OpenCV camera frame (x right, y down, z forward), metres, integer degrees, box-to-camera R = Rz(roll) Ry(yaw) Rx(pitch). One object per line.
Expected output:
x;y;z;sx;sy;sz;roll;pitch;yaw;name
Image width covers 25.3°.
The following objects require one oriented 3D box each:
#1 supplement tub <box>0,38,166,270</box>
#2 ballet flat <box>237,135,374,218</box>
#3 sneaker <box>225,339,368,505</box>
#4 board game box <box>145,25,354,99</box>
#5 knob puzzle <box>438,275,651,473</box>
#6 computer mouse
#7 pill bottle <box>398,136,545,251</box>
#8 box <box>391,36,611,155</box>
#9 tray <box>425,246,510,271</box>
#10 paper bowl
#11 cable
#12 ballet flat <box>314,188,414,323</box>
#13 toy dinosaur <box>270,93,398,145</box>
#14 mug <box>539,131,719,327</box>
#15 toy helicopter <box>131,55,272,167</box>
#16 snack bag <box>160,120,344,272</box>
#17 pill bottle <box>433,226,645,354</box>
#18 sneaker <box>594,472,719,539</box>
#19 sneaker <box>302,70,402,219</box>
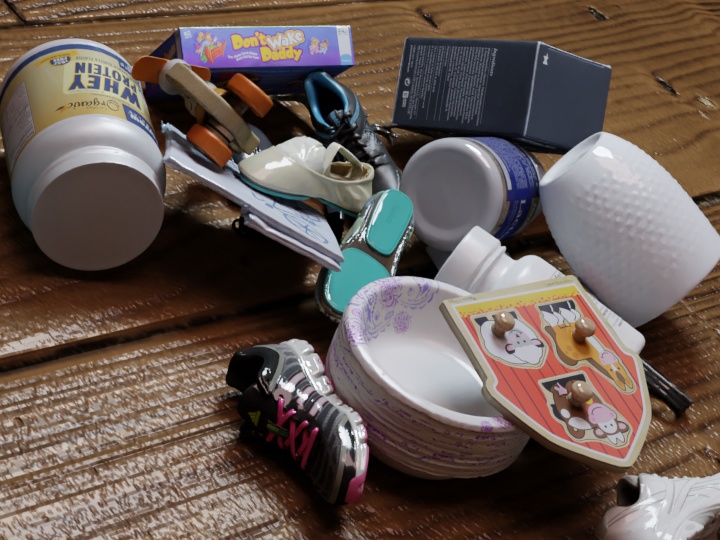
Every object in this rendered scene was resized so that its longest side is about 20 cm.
-0.261;-0.109;1.510;0.143;0.145;0.201;6;36;-25;supplement tub
-0.048;-0.101;1.601;0.069;0.070;0.199;44;16;29;ballet flat
-0.059;0.129;1.367;0.087;0.074;0.200;3;34;-29;sneaker
-0.123;-0.227;1.759;0.198;0.134;0.045;-5;84;-26;board game box
0.186;0.089;1.420;0.217;0.031;0.221;20;42;-18;knob puzzle
-0.087;-0.104;1.704;0.139;0.046;0.201;5;37;-27;computer mouse
0.128;-0.085;1.722;0.115;0.117;0.200;35;18;18;pill bottle
0.161;-0.198;1.835;0.199;0.109;0.148;9;0;43;box
0.154;0.032;1.685;0.106;0.022;0.201;3;38;-31;tray
0.063;0.107;1.444;0.198;0.105;0.202;17;33;-11;paper bowl
0.265;0.066;1.662;0.199;0.051;0.097;37;-3;27;cable
0.000;0.000;1.590;0.074;0.075;0.200;28;43;7;ballet flat
-0.015;-0.158;1.831;0.087;0.048;0.200;-12;43;-33;toy dinosaur
0.270;-0.049;1.735;0.147;0.200;0.176;-42;98;-16;mug
-0.151;-0.157;1.579;0.132;0.079;0.200;38;-4;9;toy helicopter
-0.108;-0.072;1.539;0.199;0.022;0.189;30;10;-14;snack bag
0.165;0.052;1.557;0.199;0.115;0.114;37;34;7;pill bottle
0.287;0.212;1.466;0.099;0.079;0.199;38;34;27;sneaker
-0.012;-0.127;1.722;0.201;0.073;0.082;61;7;30;sneaker
